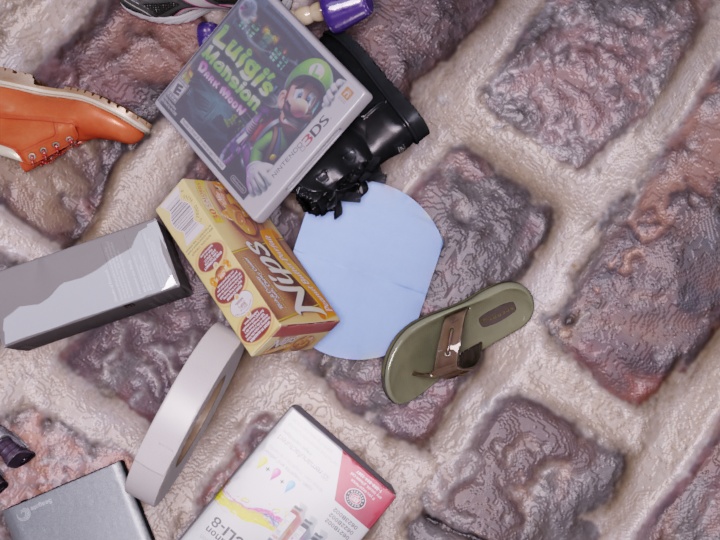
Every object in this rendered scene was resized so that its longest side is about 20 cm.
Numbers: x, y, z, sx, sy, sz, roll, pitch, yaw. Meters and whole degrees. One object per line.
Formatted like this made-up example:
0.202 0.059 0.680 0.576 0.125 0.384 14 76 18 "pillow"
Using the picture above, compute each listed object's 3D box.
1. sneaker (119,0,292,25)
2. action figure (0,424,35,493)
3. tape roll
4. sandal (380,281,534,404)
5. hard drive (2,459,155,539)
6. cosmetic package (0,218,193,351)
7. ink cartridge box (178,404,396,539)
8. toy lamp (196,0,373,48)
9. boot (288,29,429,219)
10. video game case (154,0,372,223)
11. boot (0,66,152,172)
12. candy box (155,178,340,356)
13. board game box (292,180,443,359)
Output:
-0.177 -0.332 1.274 0.199 0.086 0.081 -4 83 -2 "sneaker"
-0.449 0.154 1.230 0.130 0.069 0.200 -44 83 2 "action figure"
-0.181 0.149 1.169 0.037 0.203 0.203 28 84 1 "tape roll"
0.109 0.078 1.244 0.201 0.057 0.080 -33 118 -6 "sandal"
-0.290 0.327 1.232 0.139 0.033 0.201 -23 85 -4 "hard drive"
-0.296 0.018 1.227 0.199 0.107 0.090 -22 85 -2 "cosmetic package"
-0.081 0.263 1.189 0.145 0.145 0.200 40 85 2 "ink cartridge box"
-0.083 -0.277 1.255 0.199 0.058 0.058 -12 84 21 "toy lamp"
-0.036 -0.163 1.247 0.162 0.073 0.198 -37 64 -3 "boot"
-0.109 -0.183 1.206 0.182 0.023 0.200 -47 66 13 "video game case"
-0.335 -0.156 1.263 0.199 0.075 0.108 13 87 8 "boot"
-0.120 -0.005 1.202 0.055 0.115 0.200 -44 70 24 "candy box"
0.000 0.000 1.272 0.157 0.039 0.201 18 91 -1 "board game box"
